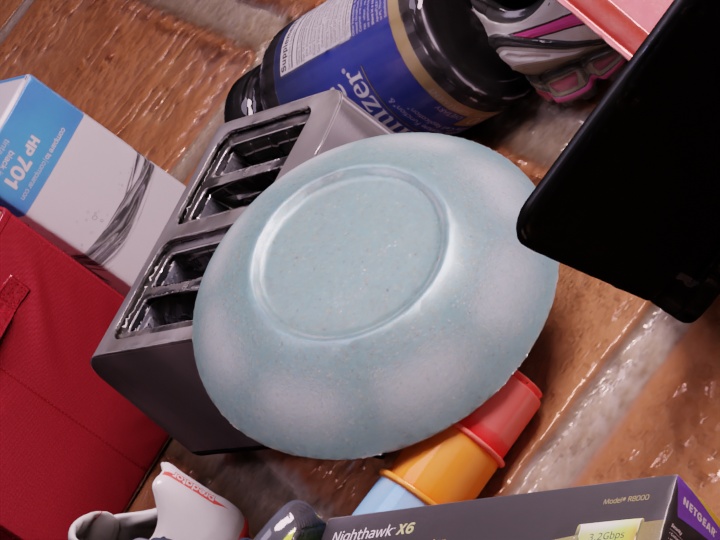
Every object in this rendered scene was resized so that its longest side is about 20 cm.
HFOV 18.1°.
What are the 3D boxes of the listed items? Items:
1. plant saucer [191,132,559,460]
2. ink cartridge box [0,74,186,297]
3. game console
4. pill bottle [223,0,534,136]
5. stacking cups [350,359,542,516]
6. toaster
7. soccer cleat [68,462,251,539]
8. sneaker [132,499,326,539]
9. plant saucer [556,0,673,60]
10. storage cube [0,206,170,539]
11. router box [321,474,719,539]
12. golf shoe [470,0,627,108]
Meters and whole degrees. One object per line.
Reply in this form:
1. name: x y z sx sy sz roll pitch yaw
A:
1. plant saucer: 0.000 0.000 1.150 0.201 0.039 0.201 -11 52 15
2. ink cartridge box: -0.191 -0.039 1.519 0.146 0.200 0.086 -3 54 59
3. game console: 0.162 -0.090 1.032 0.200 0.116 0.176 -53 12 15
4. pill bottle: 0.009 -0.120 1.395 0.200 0.112 0.112 -26 35 44
5. stacking cups: 0.019 0.130 1.110 0.200 0.060 0.060 -53 25 -7
6. toaster: -0.043 0.008 1.304 0.200 0.119 0.181 -10 48 54
7. soccer cleat: -0.147 0.183 1.273 0.200 0.085 0.069 -38 16 23
8. sneaker: -0.093 0.169 1.169 0.200 0.081 0.074 -41 -10 34
9. plant saucer: 0.190 -0.200 1.187 0.200 0.037 0.200 -49 62 7
10. storage cube: -0.237 0.078 1.466 0.200 0.180 0.171 -1 55 60
11. router box: 0.050 0.175 0.967 0.200 0.052 0.157 -13 44 40
12. golf shoe: 0.151 -0.171 1.251 0.200 0.092 0.073 -35 28 29
